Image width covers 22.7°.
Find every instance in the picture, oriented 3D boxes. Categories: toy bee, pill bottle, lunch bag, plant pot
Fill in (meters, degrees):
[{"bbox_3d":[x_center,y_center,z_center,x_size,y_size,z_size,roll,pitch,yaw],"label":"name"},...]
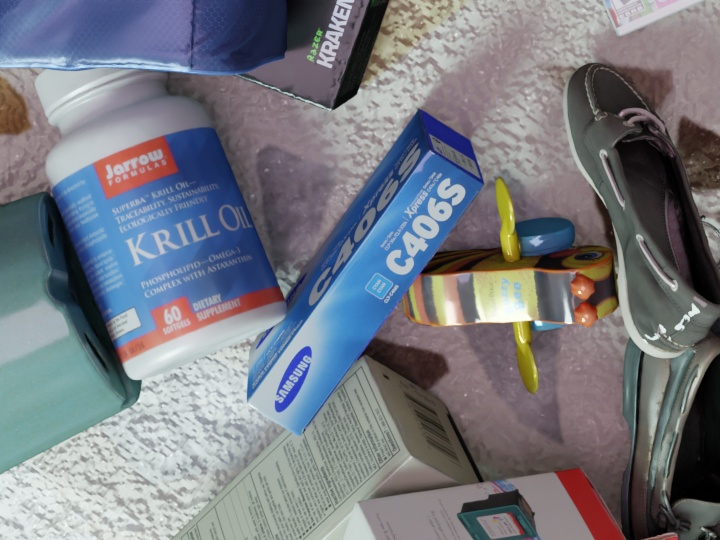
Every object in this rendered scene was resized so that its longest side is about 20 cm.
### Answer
[{"bbox_3d":[0.115,0.001,1.109,0.200,0.109,0.131,-28,98,16],"label":"toy bee"},{"bbox_3d":[-0.132,-0.042,1.133,0.112,0.112,0.200,-24,87,14],"label":"pill bottle"},{"bbox_3d":[-0.126,-0.181,0.998,0.200,0.136,0.133,2,102,10],"label":"lunch bag"},{"bbox_3d":[-0.258,0.052,1.151,0.196,0.200,0.200,-23,98,5],"label":"plant pot"}]

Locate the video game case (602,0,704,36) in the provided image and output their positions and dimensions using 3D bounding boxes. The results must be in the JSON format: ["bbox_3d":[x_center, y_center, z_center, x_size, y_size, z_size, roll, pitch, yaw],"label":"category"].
[{"bbox_3d":[0.183,-0.262,1.085,0.143,0.018,0.200,-23,98,14],"label":"video game case"}]

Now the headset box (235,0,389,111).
[{"bbox_3d":[-0.073,-0.216,1.101,0.200,0.093,0.174,22,105,5],"label":"headset box"}]

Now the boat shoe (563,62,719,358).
[{"bbox_3d":[0.174,-0.047,1.069,0.057,0.067,0.200,-45,49,49],"label":"boat shoe"}]

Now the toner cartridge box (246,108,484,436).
[{"bbox_3d":[0.000,0.000,1.132,0.043,0.095,0.200,32,106,-12],"label":"toner cartridge box"}]

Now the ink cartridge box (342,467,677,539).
[{"bbox_3d":[0.085,0.191,1.117,0.200,0.067,0.116,-5,134,-26],"label":"ink cartridge box"}]

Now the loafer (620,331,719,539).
[{"bbox_3d":[0.205,0.128,1.127,0.063,0.072,0.200,14,117,50],"label":"loafer"}]

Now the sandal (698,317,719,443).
[{"bbox_3d":[0.263,0.104,1.139,0.076,0.043,0.200,-4,104,48],"label":"sandal"}]

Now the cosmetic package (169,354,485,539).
[{"bbox_3d":[-0.024,0.165,1.160,0.200,0.103,0.087,-43,131,16],"label":"cosmetic package"}]
